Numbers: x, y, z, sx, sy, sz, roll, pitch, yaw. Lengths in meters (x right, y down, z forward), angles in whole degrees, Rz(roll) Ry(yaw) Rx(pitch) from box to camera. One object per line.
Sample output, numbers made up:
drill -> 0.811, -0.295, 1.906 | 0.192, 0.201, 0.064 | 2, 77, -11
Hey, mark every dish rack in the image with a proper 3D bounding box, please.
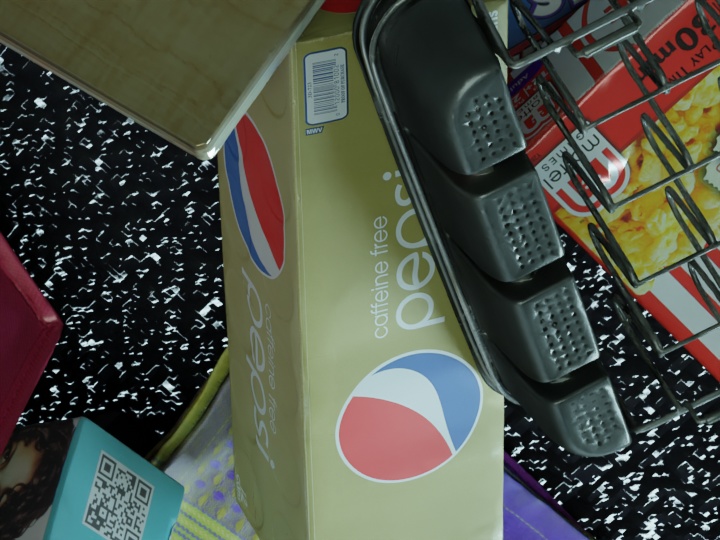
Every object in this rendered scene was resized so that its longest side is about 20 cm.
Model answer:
dish rack -> 0.113, -0.043, 0.790 | 0.200, 0.055, 0.154 | -25, 130, -3

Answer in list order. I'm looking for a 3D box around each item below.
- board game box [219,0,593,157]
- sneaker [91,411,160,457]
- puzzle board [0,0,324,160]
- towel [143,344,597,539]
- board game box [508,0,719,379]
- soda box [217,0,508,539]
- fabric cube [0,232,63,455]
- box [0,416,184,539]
board game box -> 0.010, -0.091, 0.877 | 0.200, 0.062, 0.200 | -29, 130, -3
sneaker -> -0.148, 0.113, 0.982 | 0.088, 0.074, 0.200 | 37, 104, 4
puzzle board -> -0.077, -0.134, 0.790 | 0.200, 0.017, 0.151 | 31, 75, 18
towel -> 0.001, 0.111, 0.956 | 0.200, 0.023, 0.144 | 42, 85, -21
board game box -> 0.154, -0.027, 0.882 | 0.151, 0.046, 0.200 | -43, 117, 9
soda box -> 0.000, 0.000, 0.851 | 0.064, 0.068, 0.200 | -13, 126, -18
fabric cube -> -0.241, 0.025, 0.844 | 0.199, 0.196, 0.200 | -16, 120, 29
box -> -0.150, 0.102, 0.919 | 0.200, 0.082, 0.049 | -11, 143, 38
